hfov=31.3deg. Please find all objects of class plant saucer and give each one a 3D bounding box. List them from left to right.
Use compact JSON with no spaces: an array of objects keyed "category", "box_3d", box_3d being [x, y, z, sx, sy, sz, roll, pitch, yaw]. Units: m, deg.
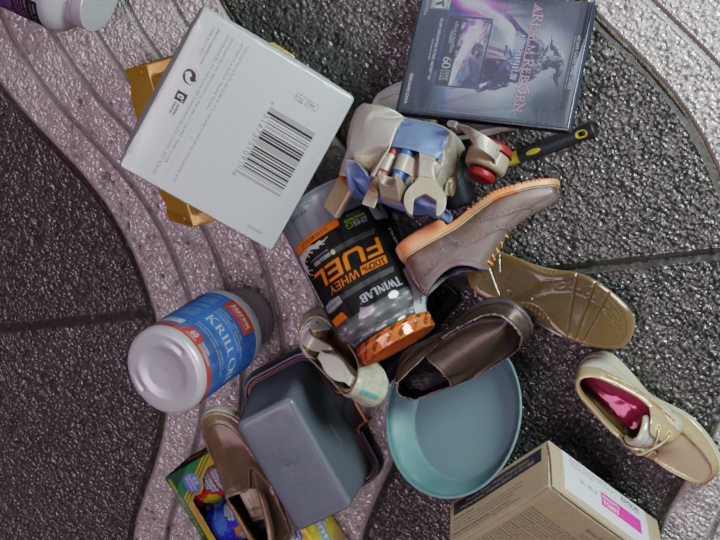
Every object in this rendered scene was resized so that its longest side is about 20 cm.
[{"category":"plant saucer","box_3d":[0.117,0.172,1.536,0.198,0.036,0.203,-13,69,37]}]

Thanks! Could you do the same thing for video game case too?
[{"category":"video game case","box_3d":[0.145,-0.228,1.393,0.198,0.019,0.145,9,80,25]}]

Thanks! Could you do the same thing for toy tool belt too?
[{"category":"toy tool belt","box_3d":[0.059,-0.096,1.405,0.198,0.125,0.124,16,79,31]}]

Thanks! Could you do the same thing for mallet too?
[{"category":"mallet","box_3d":[0.168,-0.136,1.448,0.199,0.041,0.066,-27,92,27]}]

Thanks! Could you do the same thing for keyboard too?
[{"category":"keyboard","box_3d":[0.028,0.069,1.586,0.104,0.040,0.201,42,120,7]}]

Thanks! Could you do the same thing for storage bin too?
[{"category":"storage bin","box_3d":[-0.062,0.214,1.607,0.144,0.134,0.201,-27,100,15]}]

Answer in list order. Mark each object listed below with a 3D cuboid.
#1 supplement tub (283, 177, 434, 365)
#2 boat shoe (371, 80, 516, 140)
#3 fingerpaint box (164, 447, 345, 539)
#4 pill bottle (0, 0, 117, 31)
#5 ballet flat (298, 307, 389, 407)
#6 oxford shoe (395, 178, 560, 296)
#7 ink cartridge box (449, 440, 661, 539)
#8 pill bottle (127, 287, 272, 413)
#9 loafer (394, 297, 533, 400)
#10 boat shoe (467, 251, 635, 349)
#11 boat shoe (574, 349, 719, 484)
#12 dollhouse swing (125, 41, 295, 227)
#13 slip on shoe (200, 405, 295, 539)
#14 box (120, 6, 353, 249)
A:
[{"category":"supplement tub","box_3d":[0.000,0.000,1.505,0.122,0.122,0.202,-36,77,32]},{"category":"boat shoe","box_3d":[0.092,-0.180,1.446,0.198,0.069,0.072,-1,109,28]},{"category":"fingerpaint box","box_3d":[-0.144,0.321,1.740,0.166,0.073,0.201,-30,93,31]},{"category":"pill bottle","box_3d":[-0.404,-0.370,1.606,0.198,0.112,0.114,26,117,16]},{"category":"ballet flat","box_3d":[-0.034,0.096,1.561,0.200,0.062,0.068,38,105,49]},{"category":"oxford shoe","box_3d":[0.142,-0.038,1.443,0.198,0.071,0.074,-28,74,9]},{"category":"ink cartridge box","box_3d":[0.228,0.308,1.502,0.199,0.076,0.164,37,123,-23]},{"category":"pill bottle","box_3d":[-0.192,0.090,1.610,0.111,0.200,0.114,9,113,23]},{"category":"loafer","box_3d":[0.116,0.102,1.475,0.073,0.071,0.199,46,128,-11]},{"category":"boat shoe","box_3d":[0.220,0.030,1.470,0.198,0.063,0.074,26,92,14]},{"category":"boat shoe","box_3d":[0.320,0.177,1.458,0.199,0.069,0.074,39,120,9]},{"category":"dollhouse swing","box_3d":[-0.169,-0.180,1.600,0.181,0.174,0.202,15,123,68]},{"category":"slip on shoe","box_3d":[-0.151,0.270,1.650,0.075,0.061,0.202,-21,96,27]},{"category":"box","box_3d":[-0.142,-0.164,1.463,0.199,0.131,0.200,29,95,-12]}]
